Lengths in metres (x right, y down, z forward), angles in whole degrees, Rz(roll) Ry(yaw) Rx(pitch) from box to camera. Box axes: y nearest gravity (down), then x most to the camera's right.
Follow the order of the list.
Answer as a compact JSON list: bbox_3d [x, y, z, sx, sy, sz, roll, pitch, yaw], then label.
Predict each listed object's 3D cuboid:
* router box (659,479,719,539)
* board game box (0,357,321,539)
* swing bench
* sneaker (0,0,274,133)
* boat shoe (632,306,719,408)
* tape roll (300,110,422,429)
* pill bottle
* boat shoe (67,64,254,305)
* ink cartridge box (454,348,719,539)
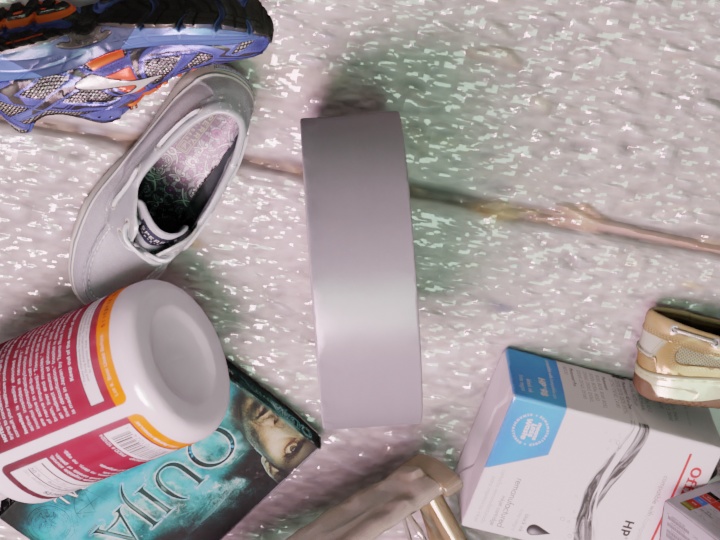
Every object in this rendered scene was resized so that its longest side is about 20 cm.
[{"bbox_3d":[0.336,0.200,1.492,0.179,0.200,0.049,-15,122,-28],"label":"router box"},{"bbox_3d":[-0.144,0.146,1.566,0.135,0.028,0.200,39,110,-21],"label":"board game box"},{"bbox_3d":[-0.004,0.254,1.536,0.199,0.130,0.200,-30,111,-16],"label":"swing bench"},{"bbox_3d":[-0.151,-0.137,1.397,0.199,0.075,0.079,-7,128,10],"label":"sneaker"},{"bbox_3d":[0.293,0.058,1.524,0.199,0.072,0.076,3,107,-5],"label":"boat shoe"},{"bbox_3d":[0.000,0.000,1.398,0.066,0.200,0.201,-3,119,-1],"label":"tape roll"},{"bbox_3d":[-0.196,0.089,1.471,0.200,0.113,0.113,-23,119,28],"label":"pill bottle"},{"bbox_3d":[-0.135,-0.044,1.438,0.070,0.072,0.201,27,115,-17],"label":"boat shoe"},{"bbox_3d":[0.180,0.141,1.560,0.199,0.067,0.116,14,116,-11],"label":"ink cartridge box"}]
